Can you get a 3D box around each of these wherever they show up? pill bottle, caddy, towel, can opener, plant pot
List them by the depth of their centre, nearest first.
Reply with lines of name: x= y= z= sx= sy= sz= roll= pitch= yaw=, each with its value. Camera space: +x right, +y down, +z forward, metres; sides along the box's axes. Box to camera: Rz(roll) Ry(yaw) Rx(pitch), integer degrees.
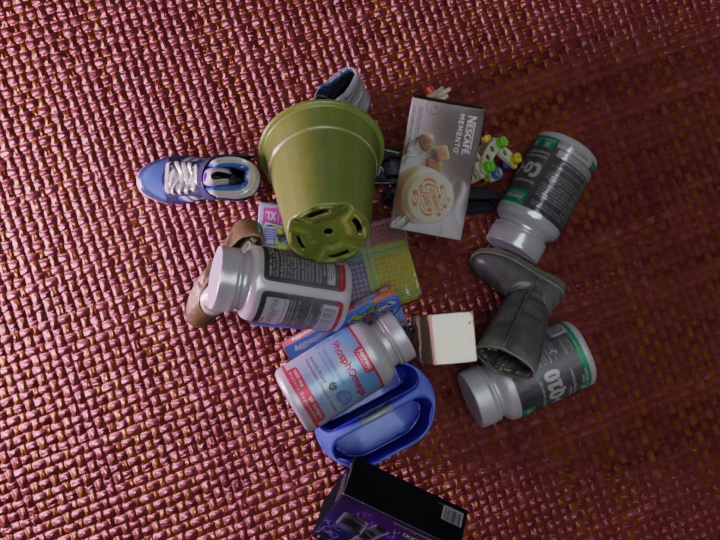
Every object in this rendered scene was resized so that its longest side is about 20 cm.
plant pot: x=-0.054 y=-0.119 z=1.409 sx=0.199 sy=0.201 sz=0.191 roll=1 pitch=46 yaw=-7
pill bottle: x=-0.122 y=0.024 z=1.411 sx=0.199 sy=0.114 sz=0.115 roll=10 pitch=85 yaw=-18
pill bottle: x=-0.021 y=0.147 z=1.417 sx=0.199 sy=0.109 sz=0.109 roll=-32 pitch=91 yaw=-6
caddy: x=0.021 y=0.226 z=1.494 sx=0.199 sy=0.105 sz=0.142 roll=-27 pitch=89 yaw=-7
pill bottle: x=0.266 y=0.170 z=1.516 sx=0.199 sy=0.113 sz=0.114 roll=-23 pitch=89 yaw=-7
towel: x=0.000 y=0.000 z=1.527 sx=0.199 sy=0.023 sz=0.144 roll=-15 pitch=93 yaw=-20
can opener: x=0.136 y=-0.117 z=1.544 sx=0.199 sy=0.064 sz=0.079 roll=-3 pitch=58 yaw=-12
pill bottle: x=0.295 y=-0.117 z=1.544 sx=0.113 sy=0.113 sz=0.201 roll=30 pitch=83 yaw=-4

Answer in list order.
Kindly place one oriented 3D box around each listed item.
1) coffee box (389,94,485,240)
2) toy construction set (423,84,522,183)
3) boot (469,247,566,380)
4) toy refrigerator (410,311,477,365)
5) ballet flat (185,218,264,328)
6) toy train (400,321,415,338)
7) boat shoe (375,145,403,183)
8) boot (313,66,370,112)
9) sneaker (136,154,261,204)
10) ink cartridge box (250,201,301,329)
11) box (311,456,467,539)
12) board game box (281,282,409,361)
coffee box: x=0.117 y=-0.159 z=1.438 sx=0.114 sy=0.080 sz=0.201 roll=11 pitch=104 yaw=3
toy construction set: x=0.164 y=-0.222 z=1.530 sx=0.200 sy=0.092 sz=0.131 roll=50 pitch=53 yaw=4
boot: x=0.223 y=0.066 z=1.486 sx=0.181 sy=0.073 sz=0.200 roll=22 pitch=54 yaw=19
toy refrigerator: x=0.129 y=0.104 z=1.468 sx=0.070 sy=0.200 sz=0.076 roll=-5 pitch=86 yaw=-7
ballet flat: x=-0.210 y=0.012 z=1.479 sx=0.068 sy=0.072 sz=0.200 roll=31 pitch=94 yaw=-33
toy train: x=-0.004 y=0.137 z=1.499 sx=0.199 sy=0.046 sz=0.034 roll=-27 pitch=100 yaw=-6
boat shoe: x=0.038 y=-0.177 z=1.543 sx=0.199 sy=0.063 sz=0.073 roll=5 pitch=86 yaw=-6
boot: x=-0.067 y=-0.241 z=1.509 sx=0.073 sy=0.096 sz=0.200 roll=34 pitch=77 yaw=26
sneaker: x=-0.254 y=-0.148 z=1.465 sx=0.199 sy=0.146 sz=0.081 roll=4 pitch=86 yaw=-7
ink cartridge box: x=-0.114 y=-0.006 z=1.528 sx=0.119 sy=0.042 sz=0.201 roll=5 pitch=88 yaw=-6
box: x=0.045 y=0.396 z=1.466 sx=0.199 sy=0.141 sz=0.079 roll=26 pitch=44 yaw=-4
board game box: x=-0.021 y=0.108 z=1.514 sx=0.199 sy=0.019 sz=0.103 roll=-28 pitch=127 yaw=-8
